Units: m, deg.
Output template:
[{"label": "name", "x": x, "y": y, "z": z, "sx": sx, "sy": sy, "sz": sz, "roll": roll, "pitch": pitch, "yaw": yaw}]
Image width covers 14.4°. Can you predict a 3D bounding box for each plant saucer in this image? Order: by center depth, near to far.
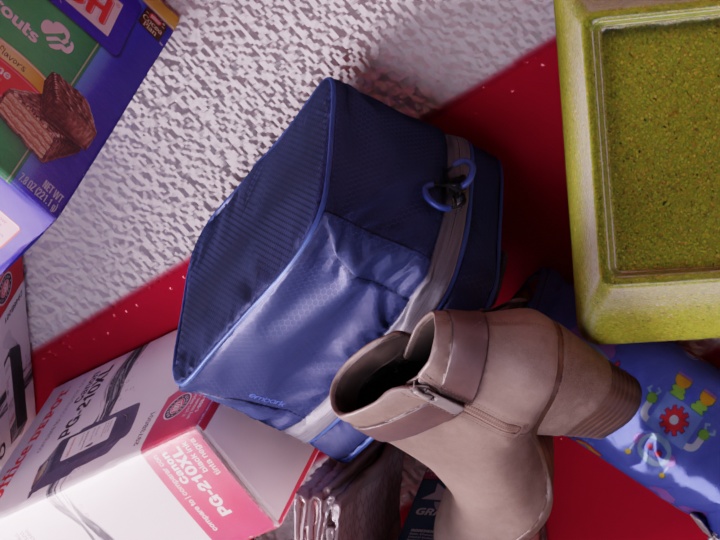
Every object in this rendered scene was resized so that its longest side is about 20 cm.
[{"label": "plant saucer", "x": 0.188, "y": -0.066, "z": 1.428, "sx": 0.199, "sy": 0.048, "sz": 0.201, "roll": -4, "pitch": 91, "yaw": 25}]

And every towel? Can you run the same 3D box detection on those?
[{"label": "towel", "x": -0.002, "y": 0.197, "z": 1.640, "sx": 0.032, "sy": 0.200, "sz": 0.192, "roll": 2, "pitch": 100, "yaw": 12}]

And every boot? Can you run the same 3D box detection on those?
[{"label": "boot", "x": 0.048, "y": 0.084, "z": 1.510, "sx": 0.146, "sy": 0.070, "sz": 0.200, "roll": 16, "pitch": 135, "yaw": -30}]

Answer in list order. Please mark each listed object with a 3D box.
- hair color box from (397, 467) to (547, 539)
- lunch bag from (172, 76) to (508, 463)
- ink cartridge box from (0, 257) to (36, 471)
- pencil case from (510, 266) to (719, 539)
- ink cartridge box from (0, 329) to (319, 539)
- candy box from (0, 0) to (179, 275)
[{"label": "hair color box", "x": 0.055, "y": 0.193, "z": 1.646, "sx": 0.060, "sy": 0.200, "sz": 0.100, "roll": 4, "pitch": 128, "yaw": 17}, {"label": "lunch bag", "x": 0.000, "y": 0.000, "z": 1.559, "sx": 0.132, "sy": 0.136, "sz": 0.200, "roll": 25, "pitch": 134, "yaw": -19}, {"label": "ink cartridge box", "x": -0.263, "y": 0.080, "z": 1.723, "sx": 0.083, "sy": 0.145, "sz": 0.201, "roll": 12, "pitch": 130, "yaw": 13}, {"label": "pencil case", "x": 0.161, "y": 0.081, "z": 1.595, "sx": 0.199, "sy": 0.078, "sz": 0.087, "roll": 32, "pitch": 88, "yaw": -3}, {"label": "ink cartridge box", "x": -0.120, "y": 0.110, "z": 1.688, "sx": 0.200, "sy": 0.145, "sz": 0.084, "roll": -25, "pitch": 112, "yaw": 34}, {"label": "candy box", "x": -0.205, "y": -0.119, "z": 1.510, "sx": 0.169, "sy": 0.200, "sz": 0.077, "roll": 41, "pitch": 128, "yaw": -14}]
